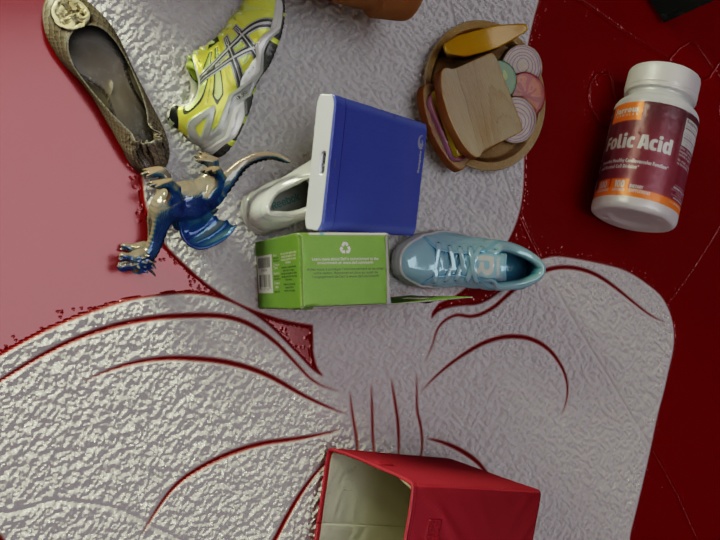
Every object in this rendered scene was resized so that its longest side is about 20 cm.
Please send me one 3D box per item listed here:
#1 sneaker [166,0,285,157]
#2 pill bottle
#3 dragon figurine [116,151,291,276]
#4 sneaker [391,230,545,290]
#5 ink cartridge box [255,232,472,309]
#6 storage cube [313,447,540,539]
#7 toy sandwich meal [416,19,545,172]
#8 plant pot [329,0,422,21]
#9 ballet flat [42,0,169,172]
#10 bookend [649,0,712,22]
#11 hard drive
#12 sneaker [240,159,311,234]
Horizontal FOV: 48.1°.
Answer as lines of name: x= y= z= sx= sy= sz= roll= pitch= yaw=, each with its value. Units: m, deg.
sneaker: x=-0.139 y=-0.226 z=0.856 sx=0.075 sy=0.075 sz=0.203 roll=23 pitch=79 yaw=-24
pill bottle: x=0.383 y=-0.163 z=1.072 sx=0.113 sy=0.114 sz=0.204 roll=18 pitch=82 yaw=-23
dragon figurine: x=-0.167 y=-0.063 z=0.841 sx=0.197 sy=0.059 sz=0.101 roll=-22 pitch=126 yaw=-24
sneaker: x=0.136 y=-0.013 z=0.976 sx=0.196 sy=0.082 sz=0.076 roll=-1 pitch=89 yaw=-24
ink cartridge box: x=0.000 y=0.000 z=0.878 sx=0.196 sy=0.147 sz=0.077 roll=-3 pitch=89 yaw=-25
storage cube: x=0.066 y=0.300 z=0.883 sx=0.177 sy=0.199 sz=0.175 roll=12 pitch=84 yaw=-30
toy sandwich meal: x=0.159 y=-0.217 z=0.994 sx=0.201 sy=0.070 sz=0.210 roll=0 pitch=89 yaw=-24
plant pot: x=-0.014 y=-0.371 z=0.855 sx=0.137 sy=0.200 sz=0.204 roll=-4 pitch=91 yaw=-16
ballet flat: x=-0.253 y=-0.191 z=0.819 sx=0.067 sy=0.046 sz=0.202 roll=-31 pitch=102 yaw=-22
bookend: x=0.452 y=-0.496 z=1.120 sx=0.199 sy=0.092 sz=0.201 roll=-47 pitch=106 yaw=-19
hard drive: x=0.012 y=-0.108 z=0.884 sx=0.199 sy=0.025 sz=0.135 roll=-2 pitch=99 yaw=-59
sneaker: x=-0.035 y=-0.100 z=0.895 sx=0.199 sy=0.088 sz=0.076 roll=-35 pitch=102 yaw=-21
